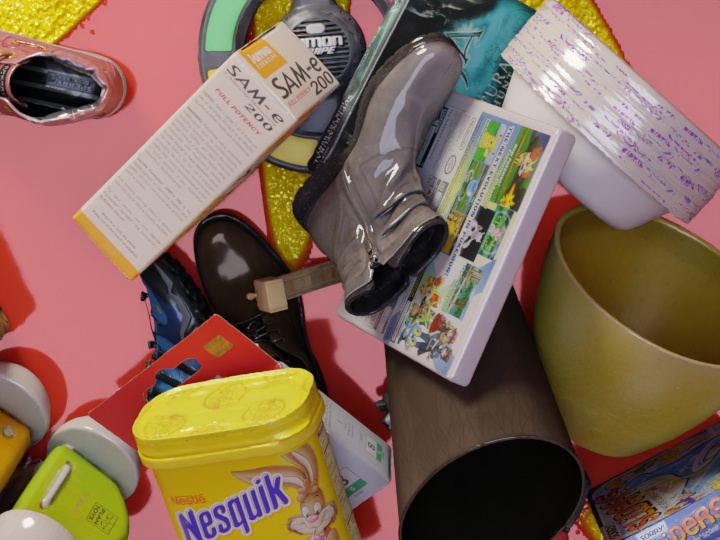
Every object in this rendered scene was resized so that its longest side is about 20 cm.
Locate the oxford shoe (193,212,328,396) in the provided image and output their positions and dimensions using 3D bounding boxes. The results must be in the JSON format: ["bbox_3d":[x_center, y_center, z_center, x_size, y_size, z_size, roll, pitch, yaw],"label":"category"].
[{"bbox_3d":[-0.080,0.045,1.690,0.072,0.084,0.201,-27,93,5],"label":"oxford shoe"}]

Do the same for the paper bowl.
[{"bbox_3d":[0.189,-0.111,1.608,0.200,0.201,0.104,43,99,-3],"label":"paper bowl"}]

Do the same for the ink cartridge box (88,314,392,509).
[{"bbox_3d":[-0.097,0.144,1.654,0.161,0.050,0.200,-37,121,26],"label":"ink cartridge box"}]

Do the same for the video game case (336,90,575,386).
[{"bbox_3d":[0.069,-0.031,1.569,0.022,0.182,0.201,23,93,-32],"label":"video game case"}]

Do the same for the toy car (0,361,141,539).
[{"bbox_3d":[-0.289,0.191,1.686,0.199,0.175,0.150,30,130,-3],"label":"toy car"}]

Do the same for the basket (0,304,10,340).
[{"bbox_3d":[-0.399,0.005,1.662,0.148,0.143,0.201,-27,95,3],"label":"basket"}]

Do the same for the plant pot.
[{"bbox_3d":[0.216,0.063,1.649,0.199,0.200,0.143,26,122,-2],"label":"plant pot"}]

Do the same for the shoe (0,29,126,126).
[{"bbox_3d":[-0.292,-0.161,1.668,0.198,0.091,0.072,9,96,0],"label":"shoe"}]

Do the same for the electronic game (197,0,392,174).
[{"bbox_3d":[-0.035,-0.180,1.686,0.198,0.042,0.202,0,96,2],"label":"electronic game"}]

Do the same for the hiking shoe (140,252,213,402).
[{"bbox_3d":[-0.151,0.082,1.699,0.086,0.074,0.201,-23,95,3],"label":"hiking shoe"}]

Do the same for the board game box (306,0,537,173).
[{"bbox_3d":[0.057,-0.143,1.665,0.135,0.028,0.201,23,98,-31],"label":"board game box"}]

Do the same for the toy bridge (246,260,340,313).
[{"bbox_3d":[0.000,0.000,1.686,0.198,0.067,0.027,-13,97,-19],"label":"toy bridge"}]

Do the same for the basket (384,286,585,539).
[{"bbox_3d":[0.085,0.104,1.599,0.135,0.201,0.181,7,137,-19],"label":"basket"}]

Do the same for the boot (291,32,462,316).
[{"bbox_3d":[0.037,-0.070,1.573,0.069,0.132,0.201,15,118,-38],"label":"boot"}]

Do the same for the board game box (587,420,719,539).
[{"bbox_3d":[0.253,0.182,1.639,0.135,0.200,0.035,-29,95,3],"label":"board game box"}]

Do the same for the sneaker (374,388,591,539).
[{"bbox_3d":[0.108,0.148,1.705,0.200,0.071,0.098,37,88,1],"label":"sneaker"}]

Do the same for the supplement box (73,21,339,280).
[{"bbox_3d":[-0.121,-0.095,1.628,0.074,0.126,0.200,46,114,-3],"label":"supplement box"}]

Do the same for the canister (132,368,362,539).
[{"bbox_3d":[-0.077,0.189,1.609,0.147,0.087,0.201,-10,114,18],"label":"canister"}]
